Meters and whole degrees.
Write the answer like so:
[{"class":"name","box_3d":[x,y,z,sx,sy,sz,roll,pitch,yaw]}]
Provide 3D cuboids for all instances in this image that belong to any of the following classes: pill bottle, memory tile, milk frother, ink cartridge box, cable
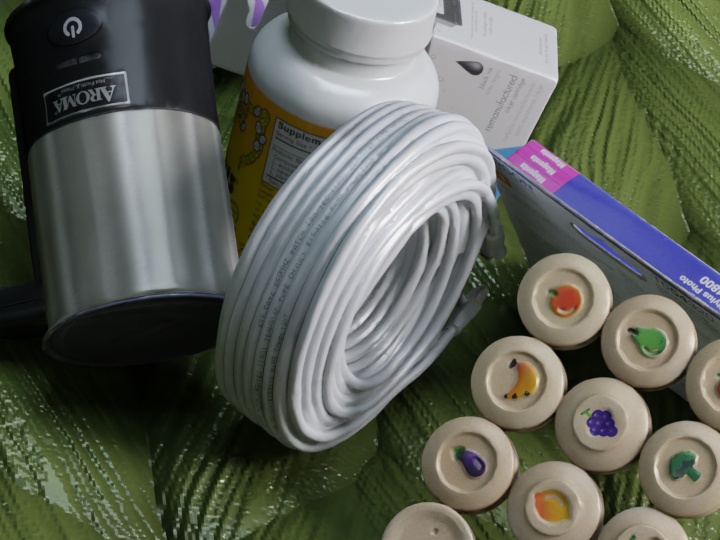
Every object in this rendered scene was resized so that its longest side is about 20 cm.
[{"class":"pill bottle","box_3d":[-0.018,-0.080,1.584,0.112,0.201,0.113,10,35,-7]},{"class":"memory tile","box_3d":[0.113,0.102,1.419,0.153,0.201,0.017,28,-6,16]},{"class":"milk frother","box_3d":[-0.128,-0.038,1.555,0.200,0.180,0.189,17,60,-53]},{"class":"ink cartridge box","box_3d":[0.010,-0.123,1.709,0.199,0.116,0.067,19,35,-11]},{"class":"cable","box_3d":[0.000,0.000,1.479,0.069,0.200,0.200,31,60,21]},{"class":"ink cartridge box","box_3d":[0.165,0.009,1.555,0.196,0.200,0.043,38,78,28]}]

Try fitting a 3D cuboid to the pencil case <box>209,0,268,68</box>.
[{"class":"pencil case","box_3d":[-0.089,-0.177,1.802,0.085,0.084,0.199,1,16,45]}]
